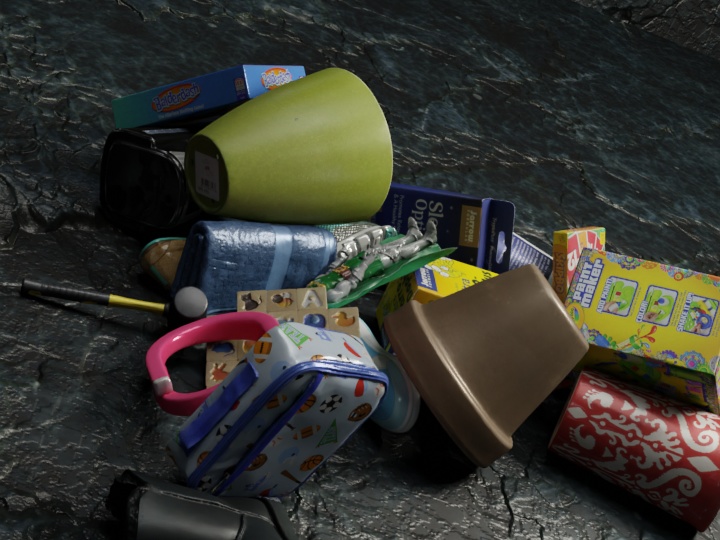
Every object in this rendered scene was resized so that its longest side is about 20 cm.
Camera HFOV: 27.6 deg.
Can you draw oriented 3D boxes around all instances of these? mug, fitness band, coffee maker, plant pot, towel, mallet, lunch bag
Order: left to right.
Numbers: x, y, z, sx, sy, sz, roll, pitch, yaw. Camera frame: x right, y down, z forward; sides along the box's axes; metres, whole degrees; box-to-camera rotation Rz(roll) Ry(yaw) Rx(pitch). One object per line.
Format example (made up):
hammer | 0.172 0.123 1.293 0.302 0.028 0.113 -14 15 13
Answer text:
mallet | -0.259 0.029 1.564 0.199 0.066 0.041 13 62 -17
coffee maker | -0.227 -0.115 1.818 0.191 0.135 0.200 -8 2 38
fitness band | -0.143 0.089 1.474 0.143 0.038 0.200 -19 18 -8
towel | -0.116 -0.001 1.685 0.199 0.112 0.048 3 22 -41
lunch bag | -0.081 0.139 1.362 0.160 0.200 0.076 12 35 -51
plant pot | -0.097 -0.128 1.706 0.199 0.188 0.187 -16 46 -37
plant pot | 0.150 0.088 1.600 0.201 0.174 0.200 55 6 -9
mug | 0.325 0.210 1.711 0.199 0.178 0.134 23 62 7

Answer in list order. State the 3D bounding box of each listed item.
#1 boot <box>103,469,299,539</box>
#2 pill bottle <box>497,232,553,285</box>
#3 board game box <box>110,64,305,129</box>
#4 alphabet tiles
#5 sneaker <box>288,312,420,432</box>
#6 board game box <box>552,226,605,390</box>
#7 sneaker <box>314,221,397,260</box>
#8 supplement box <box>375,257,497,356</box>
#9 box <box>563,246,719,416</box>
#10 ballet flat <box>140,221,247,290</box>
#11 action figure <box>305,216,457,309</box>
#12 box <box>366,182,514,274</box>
boot | -0.127 0.249 1.249 0.167 0.077 0.200 15 20 -28
pill bottle | 0.198 0.014 1.928 0.200 0.111 0.111 33 25 -4
board game box | -0.187 -0.215 1.837 0.199 0.045 0.152 -11 2 27
alphabet tiles | -0.081 0.093 1.553 0.165 0.006 0.201 -4 46 -2
sneaker | -0.028 0.110 1.601 0.130 0.080 0.200 8 21 -34
board game box | 0.276 0.048 1.858 0.030 0.201 0.095 8 10 38
sneaker | -0.052 -0.024 1.828 0.199 0.078 0.091 -14 34 -38
supplement box | 0.132 0.066 1.784 0.199 0.110 0.109 17 26 -15
box | 0.349 0.087 1.742 0.192 0.122 0.200 14 -21 22
ballet flat | -0.170 -0.010 1.728 0.200 0.068 0.073 -12 64 -51
action figure | 0.000 0.000 1.704 0.200 0.055 0.118 -31 20 -26
box | 0.095 -0.041 1.859 0.199 0.122 0.032 10 12 27
